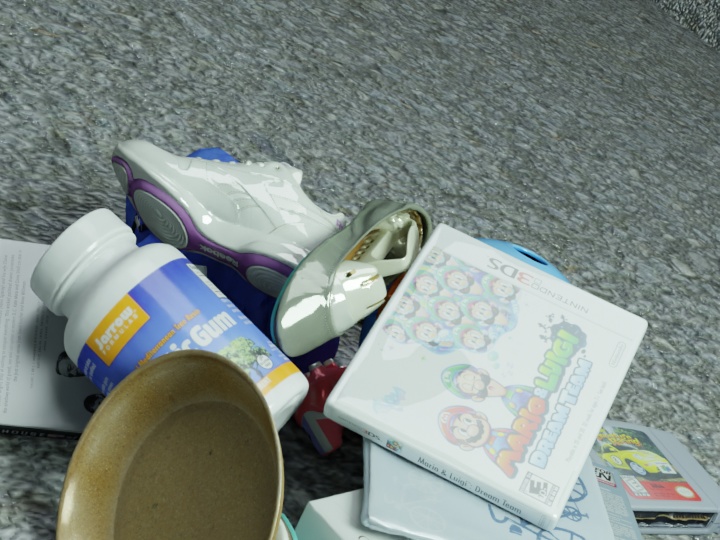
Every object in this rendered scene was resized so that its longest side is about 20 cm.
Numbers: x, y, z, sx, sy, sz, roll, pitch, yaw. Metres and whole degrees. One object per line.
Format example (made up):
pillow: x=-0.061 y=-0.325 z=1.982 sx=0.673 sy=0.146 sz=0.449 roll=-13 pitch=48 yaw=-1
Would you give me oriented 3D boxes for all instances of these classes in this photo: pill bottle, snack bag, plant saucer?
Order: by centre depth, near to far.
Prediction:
plant saucer: x=-0.117 y=0.153 z=0.935 sx=0.035 sy=0.201 sz=0.200 roll=27 pitch=16 yaw=-48
snack bag: x=0.087 y=0.159 z=1.028 sx=0.198 sy=0.022 sz=0.189 roll=18 pitch=24 yaw=-9
pill bottle: x=-0.142 y=0.053 z=1.044 sx=0.200 sy=0.112 sz=0.112 roll=43 pitch=27 yaw=8

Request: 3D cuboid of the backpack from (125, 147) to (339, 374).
backpack: x=-0.127 y=-0.005 z=1.260 sx=0.167 sy=0.164 sz=0.200 roll=-25 pitch=54 yaw=-35

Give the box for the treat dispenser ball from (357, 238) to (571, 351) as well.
treat dispenser ball: x=0.096 y=0.074 z=1.205 sx=0.199 sy=0.202 sz=0.201 roll=21 pitch=25 yaw=-10

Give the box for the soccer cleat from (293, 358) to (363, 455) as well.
soccer cleat: x=0.005 y=0.113 z=1.290 sx=0.199 sy=0.066 sz=0.077 roll=-6 pitch=71 yaw=-58

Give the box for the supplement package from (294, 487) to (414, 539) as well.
supplement package: x=0.044 y=0.226 z=1.022 sx=0.199 sy=0.118 sz=0.117 roll=-5 pitch=39 yaw=-48

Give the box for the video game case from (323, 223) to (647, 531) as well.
video game case: x=0.096 y=0.071 z=1.062 sx=0.181 sy=0.024 sz=0.201 roll=26 pitch=52 yaw=11

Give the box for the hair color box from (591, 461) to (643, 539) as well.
hair color box: x=0.177 y=0.245 z=1.133 sx=0.060 sy=0.100 sz=0.201 roll=18 pitch=25 yaw=-13

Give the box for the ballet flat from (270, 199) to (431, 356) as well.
ballet flat: x=0.000 y=0.000 z=1.105 sx=0.063 sy=0.068 sz=0.200 roll=3 pitch=29 yaw=26

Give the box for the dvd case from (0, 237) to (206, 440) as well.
dvd case: x=-0.216 y=0.054 z=1.098 sx=0.197 sy=0.025 sz=0.152 roll=8 pitch=63 yaw=-17

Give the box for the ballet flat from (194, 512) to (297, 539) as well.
ballet flat: x=-0.090 y=0.187 z=0.983 sx=0.069 sy=0.070 sz=0.200 roll=18 pitch=-3 yaw=-15

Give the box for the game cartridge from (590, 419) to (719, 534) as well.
game cartridge: x=0.257 y=0.196 z=1.386 sx=0.198 sy=0.041 sz=0.133 roll=8 pitch=26 yaw=-35

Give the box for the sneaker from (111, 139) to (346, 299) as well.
sneaker: x=-0.104 y=-0.054 z=1.155 sx=0.199 sy=0.075 sz=0.100 roll=30 pitch=59 yaw=0
